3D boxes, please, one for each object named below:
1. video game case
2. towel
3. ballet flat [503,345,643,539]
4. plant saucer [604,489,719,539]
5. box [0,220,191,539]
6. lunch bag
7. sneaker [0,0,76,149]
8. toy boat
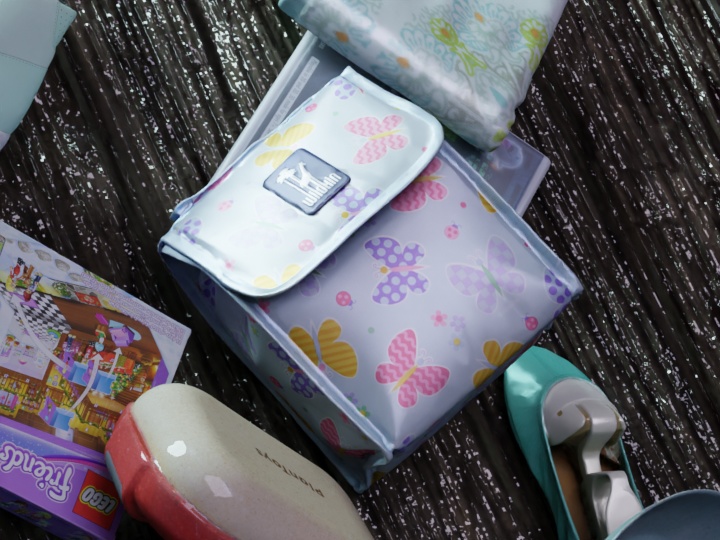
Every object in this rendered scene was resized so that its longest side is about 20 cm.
[{"bbox_3d":[0.009,-0.051,1.819,0.182,0.023,0.200,34,52,-5],"label":"video game case"},{"bbox_3d":[0.049,-0.186,1.888,0.171,0.048,0.200,32,43,-5],"label":"towel"},{"bbox_3d":[0.144,0.124,1.752,0.067,0.070,0.200,-3,63,-28],"label":"ballet flat"},{"bbox_3d":[0.160,0.217,1.669,0.201,0.201,0.039,-26,33,-36],"label":"plant saucer"},{"bbox_3d":[-0.202,0.051,1.589,0.200,0.039,0.137,32,65,-27],"label":"box"},{"bbox_3d":[0.000,0.000,1.697,0.170,0.127,0.200,-39,83,-18],"label":"lunch bag"},{"bbox_3d":[-0.262,-0.171,1.683,0.200,0.074,0.118,35,91,0],"label":"sneaker"},{"bbox_3d":[-0.074,0.164,1.594,0.200,0.131,0.131,36,11,-31],"label":"toy boat"}]
